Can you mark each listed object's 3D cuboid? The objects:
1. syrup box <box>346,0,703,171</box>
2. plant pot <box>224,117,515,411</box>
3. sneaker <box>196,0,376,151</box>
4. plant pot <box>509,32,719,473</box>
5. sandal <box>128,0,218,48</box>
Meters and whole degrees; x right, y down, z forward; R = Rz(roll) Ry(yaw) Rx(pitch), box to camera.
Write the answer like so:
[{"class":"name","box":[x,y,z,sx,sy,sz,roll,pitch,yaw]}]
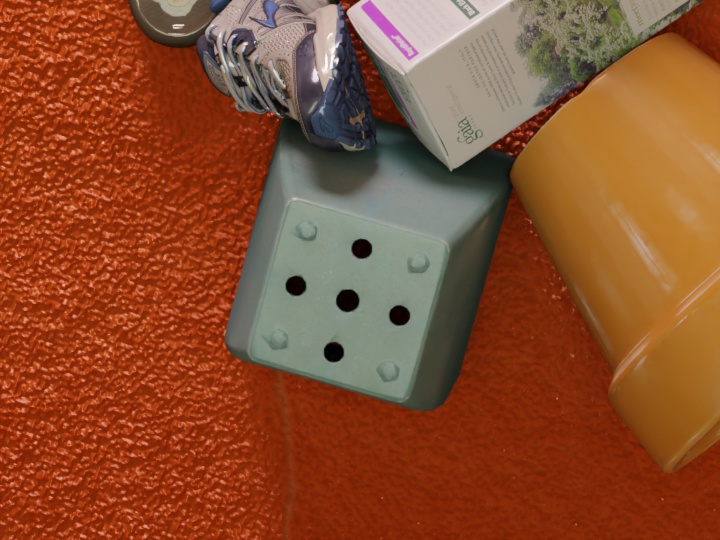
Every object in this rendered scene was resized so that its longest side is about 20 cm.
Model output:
[{"class":"syrup box","box":[0.101,-0.152,1.348,0.199,0.082,0.079,-34,131,-3]},{"class":"plant pot","box":[0.000,0.000,1.356,0.140,0.200,0.142,16,101,2]},{"class":"sneaker","box":[-0.043,-0.111,1.342,0.085,0.200,0.077,-17,116,1]},{"class":"plant pot","box":[0.185,-0.022,1.353,0.200,0.200,0.183,-42,79,10]},{"class":"sandal","box":[-0.117,-0.226,1.400,0.081,0.055,0.201,-4,99,5]}]
